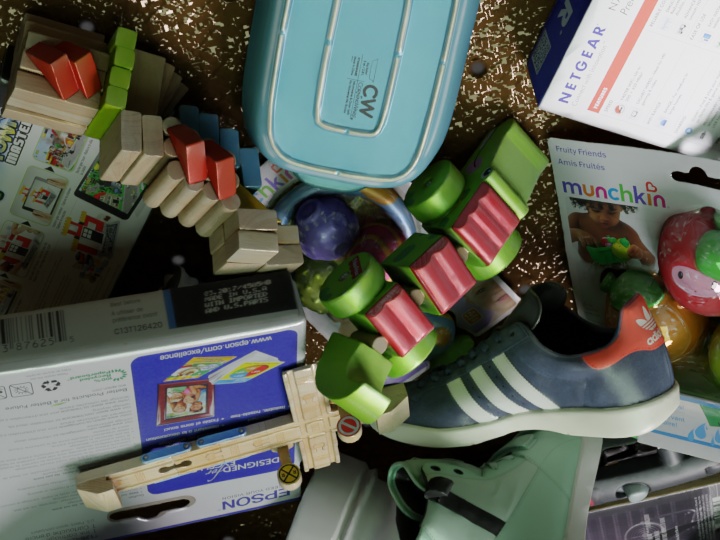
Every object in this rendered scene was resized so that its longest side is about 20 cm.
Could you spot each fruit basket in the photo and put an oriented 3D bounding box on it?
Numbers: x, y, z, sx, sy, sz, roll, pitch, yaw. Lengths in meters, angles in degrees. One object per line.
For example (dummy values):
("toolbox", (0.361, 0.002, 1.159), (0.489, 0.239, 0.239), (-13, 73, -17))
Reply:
("fruit basket", (0.200, 0.022, 0.891), (0.183, 0.094, 0.202), (12, 137, 33))

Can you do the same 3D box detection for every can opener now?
("can opener", (0.156, 0.137, 1.029), (0.197, 0.064, 0.079), (-15, 128, 7))

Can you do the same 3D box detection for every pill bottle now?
("pill bottle", (0.052, 0.196, 0.987), (0.198, 0.115, 0.115), (23, 126, 6))

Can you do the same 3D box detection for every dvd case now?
("dvd case", (0.178, 0.213, 1.111), (0.197, 0.016, 0.150), (-14, 134, 5))

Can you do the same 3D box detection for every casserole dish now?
("casserole dish", (0.001, -0.125, 0.814), (0.119, 0.039, 0.202), (10, 119, -6))

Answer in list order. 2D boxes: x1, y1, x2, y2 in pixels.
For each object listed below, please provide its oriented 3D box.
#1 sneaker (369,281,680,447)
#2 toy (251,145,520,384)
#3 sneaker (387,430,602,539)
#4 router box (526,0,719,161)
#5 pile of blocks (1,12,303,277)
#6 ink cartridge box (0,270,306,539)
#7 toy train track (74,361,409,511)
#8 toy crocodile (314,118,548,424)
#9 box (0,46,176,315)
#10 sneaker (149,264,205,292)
("sneaker", (0.089, 0.052, 0.904), (0.197, 0.075, 0.086), (-7, 103, 26))
("toy", (0.000, 0.000, 0.922), (0.115, 0.047, 0.200), (-35, 123, 19))
("sneaker", (0.081, 0.116, 0.934), (0.117, 0.201, 0.074), (24, 127, -6))
("router box", (0.210, -0.156, 0.815), (0.177, 0.049, 0.201), (15, 125, -15))
("pile of blocks", (-0.100, -0.075, 0.815), (0.199, 0.083, 0.062), (37, 152, -11))
("ink cartridge box", (-0.131, 0.088, 0.888), (0.195, 0.047, 0.201), (-10, 146, -11))
("toy train track", (-0.065, 0.110, 0.881), (0.197, 0.033, 0.115), (-15, 145, -4))
("toy crocodile", (0.042, -0.002, 0.860), (0.200, 0.062, 0.068), (-49, 113, -18))
("box", (-0.190, -0.025, 0.897), (0.109, 0.035, 0.201), (20, 124, -18))
("sneaker", (-0.110, 0.098, 0.973), (0.114, 0.076, 0.202), (22, 121, -17))
